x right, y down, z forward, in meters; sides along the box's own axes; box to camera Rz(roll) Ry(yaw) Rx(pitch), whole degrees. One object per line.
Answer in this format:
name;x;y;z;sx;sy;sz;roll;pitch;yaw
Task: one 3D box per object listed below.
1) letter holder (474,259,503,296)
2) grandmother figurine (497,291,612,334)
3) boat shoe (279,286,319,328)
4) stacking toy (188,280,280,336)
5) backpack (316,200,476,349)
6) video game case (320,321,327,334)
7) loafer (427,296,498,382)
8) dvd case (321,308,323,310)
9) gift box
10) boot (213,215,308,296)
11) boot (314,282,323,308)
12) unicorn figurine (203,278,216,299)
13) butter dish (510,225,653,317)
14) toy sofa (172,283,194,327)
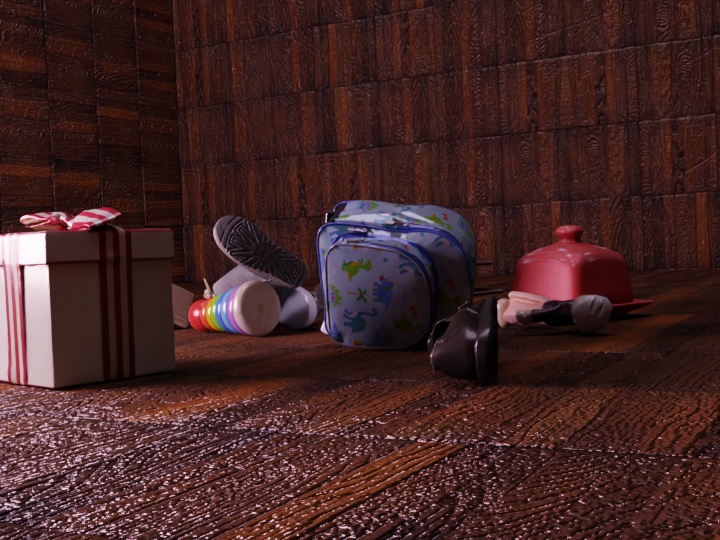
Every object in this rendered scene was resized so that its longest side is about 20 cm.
letter holder;0.133;0.038;1.498;0.198;0.102;0.142;-4;4;-36
grandmother figurine;0.270;0.057;1.345;0.120;0.061;0.199;-14;4;-29
boat shoe;-0.097;0.058;1.636;0.090;0.072;0.200;-6;2;-29
stacking toy;-0.214;0.070;1.547;0.085;0.086;0.199;-4;-5;-39
backpack;0.048;0.013;1.233;0.197;0.185;0.147;1;25;9
video game case;0.000;0.000;1.516;0.023;0.202;0.182;24;5;5
loafer;0.103;0.065;0.969;0.070;0.074;0.200;-1;2;8
dvd case;0.004;0.069;2.055;0.141;0.018;0.199;-2;2;32
gift box;-0.316;0.025;1.105;0.183;0.189;0.199;-1;3;39
boot;-0.191;-0.002;1.557;0.181;0.073;0.199;39;-25;-18
boot;-0.002;0.058;1.869;0.198;0.074;0.075;1;-19;-21
unicorn figurine;-0.260;0.065;1.916;0.198;0.075;0.137;13;-4;17
butter dish;0.340;0.002;1.553;0.198;0.150;0.198;-4;1;-38
toy sofa;-0.402;0.074;1.745;0.198;0.099;0.083;-2;-23;40
